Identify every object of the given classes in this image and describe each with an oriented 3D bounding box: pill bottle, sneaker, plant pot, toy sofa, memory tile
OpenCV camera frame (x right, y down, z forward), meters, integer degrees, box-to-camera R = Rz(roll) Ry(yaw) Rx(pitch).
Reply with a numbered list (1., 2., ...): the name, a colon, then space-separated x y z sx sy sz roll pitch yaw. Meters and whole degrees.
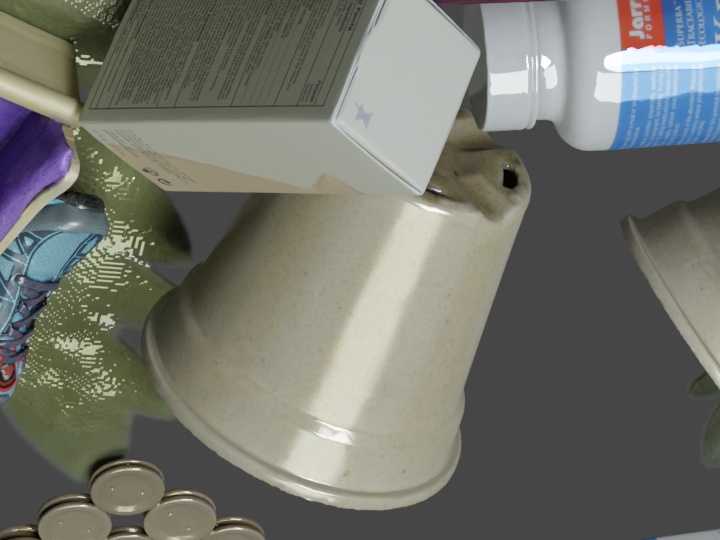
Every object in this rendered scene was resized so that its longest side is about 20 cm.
1. pill bottle: 0.161 -0.123 1.470 0.199 0.113 0.113 -5 137 -6
2. sneaker: -0.210 0.031 1.570 0.200 0.096 0.079 -39 149 31
3. plant pot: 0.000 0.000 1.521 0.200 0.201 0.184 13 122 -22
4. plant pot: 0.285 0.000 1.584 0.183 0.201 0.200 -35 132 11
5. toy sofa: -0.240 -0.048 1.488 0.083 0.098 0.200 24 129 -31
6. memory tile: -0.142 0.199 1.826 0.153 0.017 0.200 -36 132 25

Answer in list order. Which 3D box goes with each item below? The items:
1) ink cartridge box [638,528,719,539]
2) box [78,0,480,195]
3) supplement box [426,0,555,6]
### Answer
1. ink cartridge box: 0.273 0.256 1.866 0.199 0.146 0.085 -9 135 -2
2. box: -0.045 -0.097 1.404 0.199 0.095 0.078 5 154 45
3. supplement box: 0.072 -0.242 1.329 0.085 0.111 0.201 -3 137 -8
